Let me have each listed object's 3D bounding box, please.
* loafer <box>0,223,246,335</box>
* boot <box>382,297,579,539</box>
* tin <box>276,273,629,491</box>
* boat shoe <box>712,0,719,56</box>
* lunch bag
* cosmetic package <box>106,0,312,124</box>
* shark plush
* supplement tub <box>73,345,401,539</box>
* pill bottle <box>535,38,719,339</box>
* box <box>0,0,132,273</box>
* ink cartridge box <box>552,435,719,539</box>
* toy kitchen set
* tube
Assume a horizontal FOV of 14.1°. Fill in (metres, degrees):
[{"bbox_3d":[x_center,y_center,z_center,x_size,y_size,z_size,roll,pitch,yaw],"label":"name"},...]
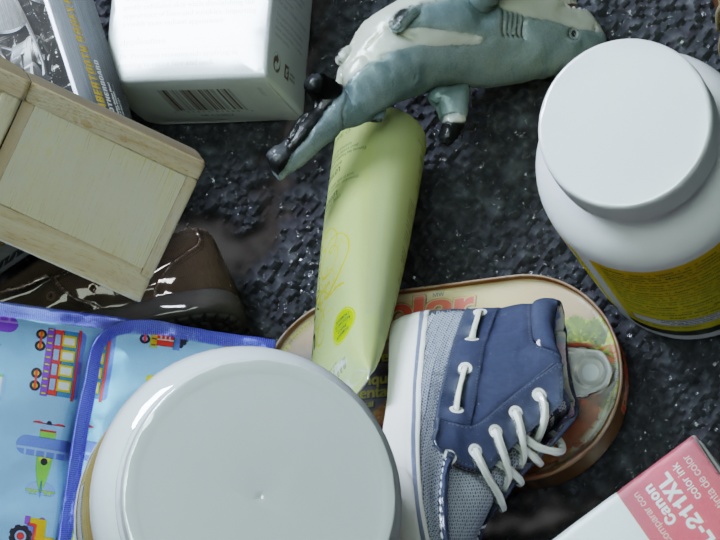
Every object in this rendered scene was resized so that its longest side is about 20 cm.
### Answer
[{"bbox_3d":[-0.159,0.022,1.613,0.199,0.073,0.071,-9,61,9],"label":"loafer"},{"bbox_3d":[0.062,0.086,1.445,0.090,0.073,0.201,-11,42,11],"label":"boot"},{"bbox_3d":[0.045,0.064,1.549,0.199,0.042,0.113,-6,77,15],"label":"tin"},{"bbox_3d":[0.218,-0.134,1.535,0.200,0.076,0.072,39,90,24],"label":"boat shoe"},{"bbox_3d":[-0.132,0.104,1.500,0.199,0.094,0.152,6,77,5],"label":"lunch bag"},{"bbox_3d":[-0.080,-0.189,1.643,0.101,0.074,0.201,0,73,18],"label":"cosmetic package"},{"bbox_3d":[0.040,-0.107,1.550,0.200,0.091,0.084,-32,91,-33],"label":"shark plush"},{"bbox_3d":[-0.059,0.113,1.368,0.144,0.200,0.146,1,82,-8],"label":"supplement tub"},{"bbox_3d":[0.151,-0.042,1.459,0.112,0.200,0.113,-4,73,15],"label":"pill bottle"},{"bbox_3d":[-0.222,-0.079,1.629,0.199,0.048,0.159,-32,67,29],"label":"box"},{"bbox_3d":[0.118,0.184,1.432,0.200,0.146,0.083,-37,69,4],"label":"ink cartridge box"},{"bbox_3d":[-0.208,-0.038,1.539,0.180,0.200,0.164,24,97,-15],"label":"toy kitchen set"},{"bbox_3d":[0.000,0.000,1.530,0.052,0.058,0.201,-7,48,18],"label":"tube"}]
